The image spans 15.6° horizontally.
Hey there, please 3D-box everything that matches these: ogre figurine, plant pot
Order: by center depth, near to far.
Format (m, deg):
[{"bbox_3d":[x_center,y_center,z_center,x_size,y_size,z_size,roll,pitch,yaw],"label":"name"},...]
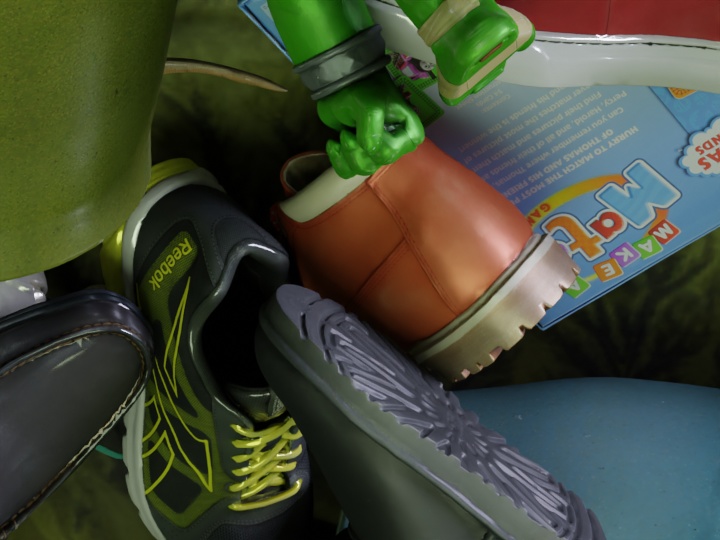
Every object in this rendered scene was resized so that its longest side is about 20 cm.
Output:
[{"bbox_3d":[0.020,-0.129,0.835,0.120,0.098,0.200,49,153,6],"label":"ogre figurine"},{"bbox_3d":[-0.144,-0.107,0.916,0.199,0.201,0.194,0,128,3],"label":"plant pot"},{"bbox_3d":[0.086,0.134,1.110,0.187,0.200,0.201,11,129,10],"label":"plant pot"}]

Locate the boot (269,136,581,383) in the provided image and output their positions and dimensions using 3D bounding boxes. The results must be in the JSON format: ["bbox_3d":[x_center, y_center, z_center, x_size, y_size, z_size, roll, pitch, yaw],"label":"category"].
[{"bbox_3d":[0.000,0.000,1.060,0.107,0.075,0.200,44,148,-6],"label":"boot"}]

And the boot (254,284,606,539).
[{"bbox_3d":[-0.029,0.128,1.009,0.165,0.066,0.200,40,108,-5],"label":"boot"}]

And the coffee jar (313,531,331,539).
[{"bbox_3d":[-0.048,0.214,1.163,0.085,0.201,0.105,14,128,-9],"label":"coffee jar"}]

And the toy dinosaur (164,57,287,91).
[{"bbox_3d":[-0.137,-0.058,1.058,0.106,0.061,0.200,20,137,-40],"label":"toy dinosaur"}]

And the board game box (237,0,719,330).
[{"bbox_3d":[0.073,-0.082,1.029,0.151,0.037,0.200,-31,119,23],"label":"board game box"}]

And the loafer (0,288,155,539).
[{"bbox_3d":[-0.156,0.087,1.004,0.200,0.072,0.073,-40,119,5],"label":"loafer"}]

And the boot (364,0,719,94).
[{"bbox_3d":[0.091,-0.140,0.928,0.199,0.072,0.145,2,115,-14],"label":"boot"}]

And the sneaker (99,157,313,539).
[{"bbox_3d":[-0.054,0.057,1.054,0.074,0.085,0.201,-26,120,-22],"label":"sneaker"}]

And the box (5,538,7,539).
[{"bbox_3d":[-0.253,0.125,1.108,0.199,0.177,0.097,8,151,-3],"label":"box"}]

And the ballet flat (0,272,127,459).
[{"bbox_3d":[-0.140,0.021,1.069,0.068,0.068,0.200,-41,143,22],"label":"ballet flat"}]
